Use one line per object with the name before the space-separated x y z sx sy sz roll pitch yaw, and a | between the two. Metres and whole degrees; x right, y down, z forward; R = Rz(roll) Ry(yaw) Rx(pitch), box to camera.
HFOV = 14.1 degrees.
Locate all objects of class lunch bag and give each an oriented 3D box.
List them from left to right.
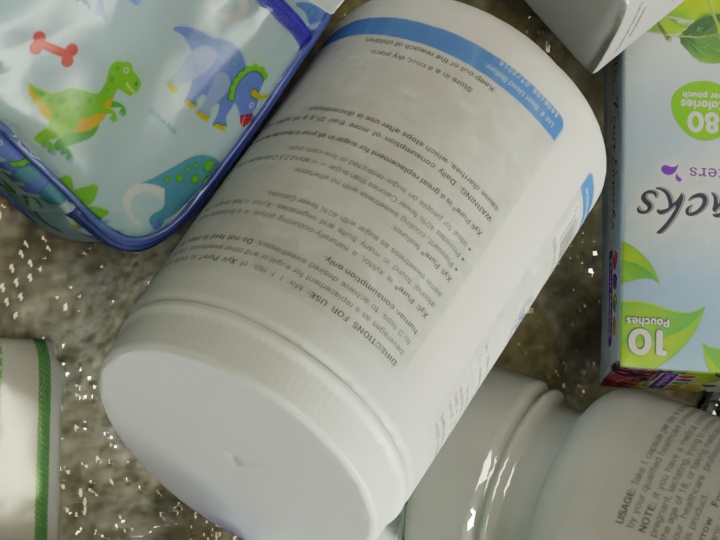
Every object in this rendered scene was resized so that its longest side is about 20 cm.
lunch bag | -0.117 -0.120 1.142 0.200 0.082 0.161 45 74 -23

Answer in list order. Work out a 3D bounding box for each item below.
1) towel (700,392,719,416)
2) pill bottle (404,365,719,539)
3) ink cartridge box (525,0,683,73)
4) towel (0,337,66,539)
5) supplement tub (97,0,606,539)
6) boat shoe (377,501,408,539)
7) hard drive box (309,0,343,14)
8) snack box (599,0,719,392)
towel | 0.230 0.119 1.325 0.165 0.086 0.201 24 85 -26
pill bottle | 0.126 0.113 1.212 0.199 0.114 0.115 20 86 19
ink cartridge box | 0.128 -0.204 1.216 0.200 0.084 0.146 -40 81 -16
towel | -0.215 0.098 1.151 0.199 0.023 0.153 0 94 -23
supplement tub | 0.000 0.000 1.154 0.132 0.132 0.200 48 58 -21
boat shoe | -0.017 0.162 1.224 0.073 0.067 0.201 22 86 -26
hard drive box | -0.005 -0.216 1.089 0.077 0.200 0.156 32 114 -26
snack box | 0.177 -0.048 1.250 0.142 0.053 0.201 3 78 -4
